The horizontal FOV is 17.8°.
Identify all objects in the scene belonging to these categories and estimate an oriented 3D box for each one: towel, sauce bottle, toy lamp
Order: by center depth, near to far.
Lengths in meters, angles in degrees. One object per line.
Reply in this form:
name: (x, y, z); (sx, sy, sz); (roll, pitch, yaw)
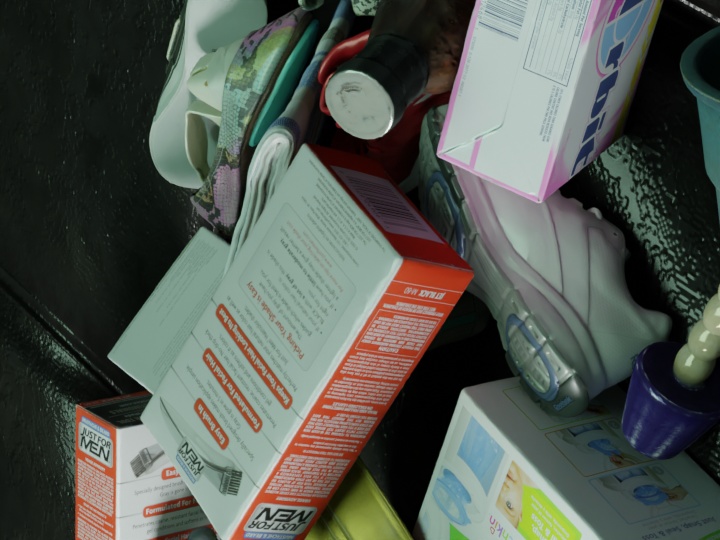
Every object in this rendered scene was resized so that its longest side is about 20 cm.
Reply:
toy lamp: (0.189, 0.019, 1.188); (0.058, 0.058, 0.200); (53, 137, 33)
sauce bottle: (0.045, -0.137, 1.230); (0.066, 0.200, 0.066); (16, 127, 23)
towel: (-0.044, -0.070, 1.404); (0.024, 0.200, 0.147); (19, 123, 1)

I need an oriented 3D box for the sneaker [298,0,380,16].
sneaker: (-0.039, -0.208, 1.424); (0.200, 0.077, 0.089); (30, 113, 48)

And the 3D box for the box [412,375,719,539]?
box: (0.134, 0.158, 1.257); (0.200, 0.101, 0.113); (46, 132, 38)

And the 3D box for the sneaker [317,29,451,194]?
sneaker: (0.003, -0.100, 1.365); (0.200, 0.115, 0.079); (-48, 60, 47)

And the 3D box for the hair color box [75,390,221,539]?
hair color box: (-0.142, 0.188, 1.635); (0.064, 0.111, 0.201); (23, 115, 49)

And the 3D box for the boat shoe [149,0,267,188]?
boat shoe: (-0.095, -0.139, 1.542); (0.200, 0.070, 0.064); (110, 168, -46)

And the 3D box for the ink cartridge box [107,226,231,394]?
ink cartridge box: (-0.073, 0.056, 1.465); (0.109, 0.050, 0.200); (-54, 38, -3)

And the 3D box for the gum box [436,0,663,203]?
gum box: (0.113, -0.150, 1.191); (0.066, 0.113, 0.201); (26, 122, 19)

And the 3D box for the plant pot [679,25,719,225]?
plant pot: (0.243, 0.000, 1.013); (0.200, 0.200, 0.197); (23, 124, 49)

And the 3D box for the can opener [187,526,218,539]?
can opener: (-0.084, 0.275, 1.586); (0.201, 0.053, 0.066); (65, 171, 2)

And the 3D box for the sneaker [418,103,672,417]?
sneaker: (0.097, -0.013, 1.285); (0.200, 0.087, 0.075); (60, 159, 21)

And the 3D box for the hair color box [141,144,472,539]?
hair color box: (-0.033, 0.044, 1.298); (0.200, 0.064, 0.111); (-57, 48, 20)

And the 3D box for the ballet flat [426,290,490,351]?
ballet flat: (0.000, 0.000, 1.433); (0.200, 0.064, 0.068); (22, 127, 50)

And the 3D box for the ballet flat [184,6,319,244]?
ballet flat: (-0.081, -0.099, 1.498); (0.071, 0.069, 0.200); (28, 138, 11)

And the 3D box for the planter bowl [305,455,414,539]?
planter bowl: (-0.010, 0.183, 1.393); (0.201, 0.083, 0.200); (58, 174, 9)
